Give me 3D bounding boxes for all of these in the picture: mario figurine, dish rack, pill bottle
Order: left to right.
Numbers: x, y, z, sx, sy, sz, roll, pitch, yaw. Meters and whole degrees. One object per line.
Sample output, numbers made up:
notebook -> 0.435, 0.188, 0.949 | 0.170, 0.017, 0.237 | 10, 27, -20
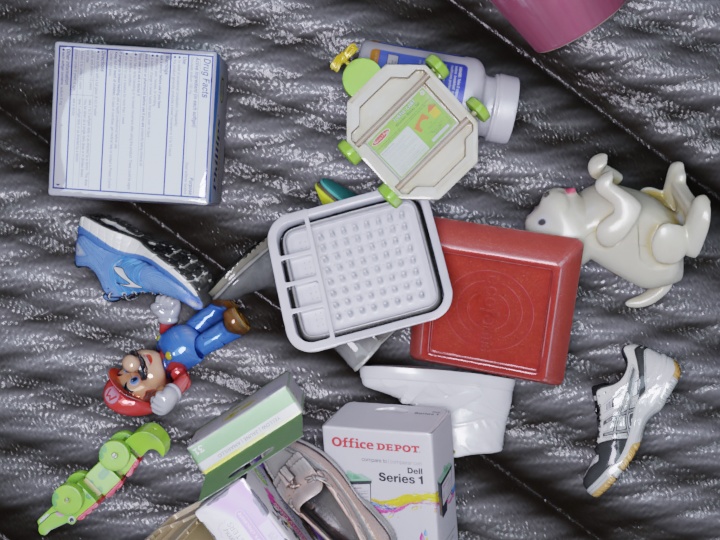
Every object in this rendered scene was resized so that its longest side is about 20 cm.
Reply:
mario figurine -> -0.239, 0.099, 1.286 | 0.200, 0.123, 0.106 | -40, 105, -3
dish rack -> 0.000, 0.000, 1.232 | 0.198, 0.044, 0.173 | -15, 72, 5
pill bottle -> 0.090, -0.212, 1.279 | 0.198, 0.112, 0.113 | 10, 92, -1

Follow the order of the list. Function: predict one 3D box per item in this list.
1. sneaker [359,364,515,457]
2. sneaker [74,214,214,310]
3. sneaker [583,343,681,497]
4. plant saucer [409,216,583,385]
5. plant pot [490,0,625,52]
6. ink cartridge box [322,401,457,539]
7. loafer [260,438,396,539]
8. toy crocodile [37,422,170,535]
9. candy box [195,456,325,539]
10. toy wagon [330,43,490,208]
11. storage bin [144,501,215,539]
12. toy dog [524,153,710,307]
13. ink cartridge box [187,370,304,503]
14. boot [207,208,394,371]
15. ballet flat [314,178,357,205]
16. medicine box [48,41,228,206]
sneaker -> 0.092, 0.180, 1.313 | 0.198, 0.074, 0.117 | 8, 89, -2
sneaker -> -0.272, 0.005, 1.300 | 0.199, 0.078, 0.090 | 26, 104, 17
sneaker -> 0.325, 0.187, 1.326 | 0.087, 0.076, 0.201 | 29, 88, 14
plant saucer -> 0.159, 0.045, 1.269 | 0.198, 0.037, 0.201 | 9, 116, 12
plant pot -> 0.221, -0.371, 1.246 | 0.199, 0.200, 0.180 | -34, 108, 1
ink cartridge box -> 0.037, 0.273, 1.275 | 0.144, 0.084, 0.202 | 0, 102, 22
loafer -> -0.044, 0.272, 1.227 | 0.200, 0.063, 0.072 | 40, 114, 12
toy crocodile -> -0.326, 0.263, 1.313 | 0.200, 0.068, 0.062 | -43, 93, 1
candy box -> -0.110, 0.311, 1.252 | 0.071, 0.200, 0.168 | -36, 93, 1
toy wagon -> 0.046, -0.178, 1.204 | 0.155, 0.040, 0.200 | -44, 90, 0
storage bin -> -0.183, 0.398, 1.260 | 0.093, 0.199, 0.201 | -29, 92, 18
toy dog -> 0.302, -0.051, 1.291 | 0.198, 0.140, 0.195 | 2, 129, -2
ink cartridge box -> -0.137, 0.194, 1.247 | 0.145, 0.200, 0.048 | -33, 94, 1
boot -> -0.066, 0.045, 1.293 | 0.182, 0.072, 0.201 | -39, 97, -23
ballet flat -> 0.020, -0.041, 1.312 | 0.199, 0.067, 0.067 | 28, 109, -3
medicine box -> -0.270, -0.176, 1.280 | 0.198, 0.103, 0.184 | 4, 92, -1
